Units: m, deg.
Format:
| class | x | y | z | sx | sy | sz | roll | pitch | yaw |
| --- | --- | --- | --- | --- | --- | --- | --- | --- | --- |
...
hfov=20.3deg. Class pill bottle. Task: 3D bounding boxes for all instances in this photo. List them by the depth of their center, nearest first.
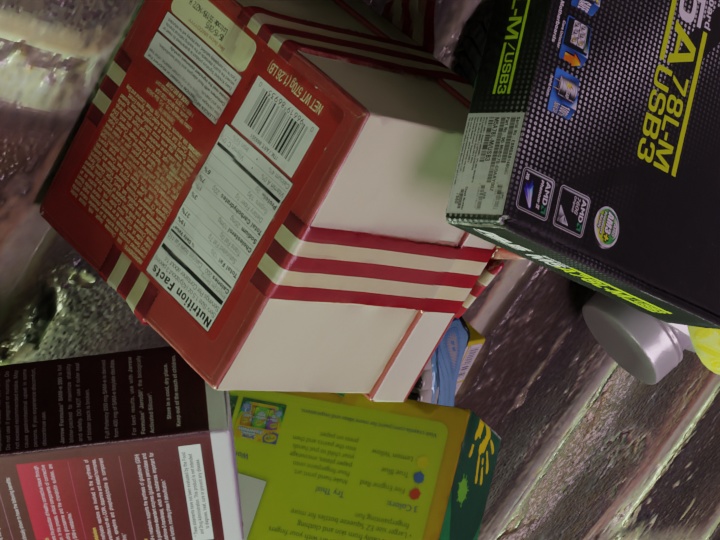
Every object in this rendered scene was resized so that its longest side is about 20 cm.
| class | x | y | z | sx | sy | sz | roll | pitch | yaw |
| --- | --- | --- | --- | --- | --- | --- | --- | --- | --- |
| pill bottle | 0.270 | -0.007 | 1.551 | 0.200 | 0.112 | 0.112 | -43 | 151 | -12 |

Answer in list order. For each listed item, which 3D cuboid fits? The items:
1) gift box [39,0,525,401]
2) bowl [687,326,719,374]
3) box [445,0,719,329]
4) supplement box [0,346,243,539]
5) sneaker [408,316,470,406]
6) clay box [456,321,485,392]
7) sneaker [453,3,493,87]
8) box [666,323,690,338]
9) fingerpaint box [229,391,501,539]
| class | x | y | z | sx | sy | sz | roll | pitch | yaw |
| --- | --- | --- | --- | --- | --- | --- | --- | --- | --- |
| gift box | -0.016 | -0.052 | 1.032 | 0.186 | 0.185 | 0.201 | 7 | 123 | -54 |
| bowl | 0.286 | -0.026 | 1.232 | 0.200 | 0.107 | 0.202 | -24 | 119 | -54 |
| box | 0.137 | -0.090 | 1.008 | 0.192 | 0.047 | 0.202 | 22 | 78 | -41 |
| supplement box | -0.164 | 0.101 | 1.037 | 0.198 | 0.061 | 0.109 | -6 | 141 | -5 |
| sneaker | 0.028 | 0.108 | 1.297 | 0.090 | 0.078 | 0.201 | -25 | 145 | -44 |
| clay box | -0.012 | 0.089 | 1.345 | 0.199 | 0.048 | 0.115 | -6 | 131 | -49 |
| sneaker | 0.089 | -0.070 | 1.255 | 0.078 | 0.085 | 0.201 | -23 | 143 | -38 |
| box | 0.212 | -0.049 | 1.412 | 0.199 | 0.036 | 0.145 | 29 | 103 | -34 |
| fingerpaint box | -0.035 | 0.152 | 1.175 | 0.073 | 0.198 | 0.168 | 44 | 57 | -62 |
